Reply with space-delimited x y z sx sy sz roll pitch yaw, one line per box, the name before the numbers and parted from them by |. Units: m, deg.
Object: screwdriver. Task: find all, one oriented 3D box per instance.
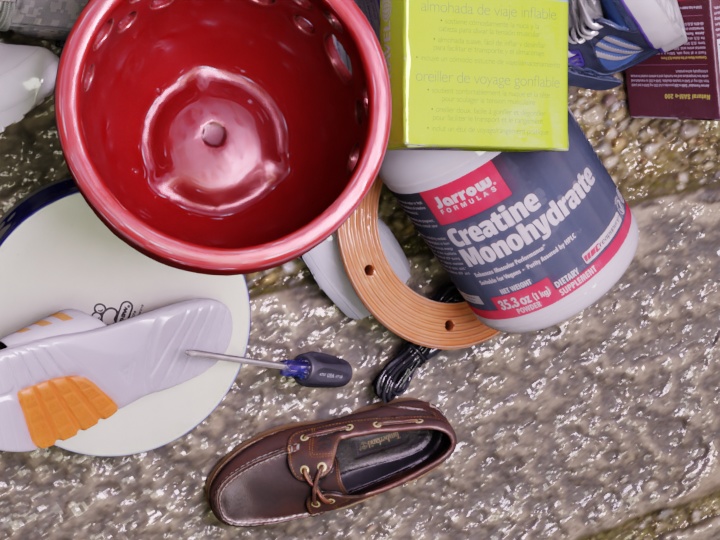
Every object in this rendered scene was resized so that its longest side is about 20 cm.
screwdriver | -0.068 0.072 1.075 0.029 0.028 0.200 -48 151 22

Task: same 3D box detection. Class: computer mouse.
computer mouse | 0.000 0.000 1.130 0.110 0.044 0.200 -42 108 -5

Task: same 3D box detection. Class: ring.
ring | 0.066 -0.040 1.130 0.200 0.019 0.201 1 88 -30

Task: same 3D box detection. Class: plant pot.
plant pot | -0.092 -0.091 0.937 0.200 0.182 0.201 1 84 -9

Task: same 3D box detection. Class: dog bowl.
dog bowl | -0.182 0.031 1.065 0.199 0.079 0.201 -3 100 -16

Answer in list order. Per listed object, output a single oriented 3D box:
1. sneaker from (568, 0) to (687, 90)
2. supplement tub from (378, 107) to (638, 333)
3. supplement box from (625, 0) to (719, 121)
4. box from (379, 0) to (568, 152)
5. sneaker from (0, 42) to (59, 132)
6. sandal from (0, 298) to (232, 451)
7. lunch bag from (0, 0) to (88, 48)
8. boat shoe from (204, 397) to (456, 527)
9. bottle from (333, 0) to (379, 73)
sneaker | 0.147 -0.176 1.033 0.146 0.200 0.081 -15 83 18
supplement tub | 0.098 -0.068 1.050 0.140 0.140 0.200 -39 113 -6
supplement box | 0.253 -0.219 1.126 0.061 0.109 0.201 -14 104 -28
box | 0.073 -0.176 0.927 0.122 0.048 0.201 -1 92 -24
sneaker | -0.280 -0.127 0.956 0.076 0.199 0.081 -49 127 -50
sandal | -0.186 0.062 1.003 0.206 0.059 0.079 -17 122 -33
lunch bag | -0.218 -0.251 0.974 0.167 0.139 0.201 5 101 -25
boat shoe | -0.022 0.151 1.137 0.199 0.070 0.071 -21 108 -10
bottle | 0.003 -0.181 1.088 0.199 0.065 0.084 -16 109 -13
